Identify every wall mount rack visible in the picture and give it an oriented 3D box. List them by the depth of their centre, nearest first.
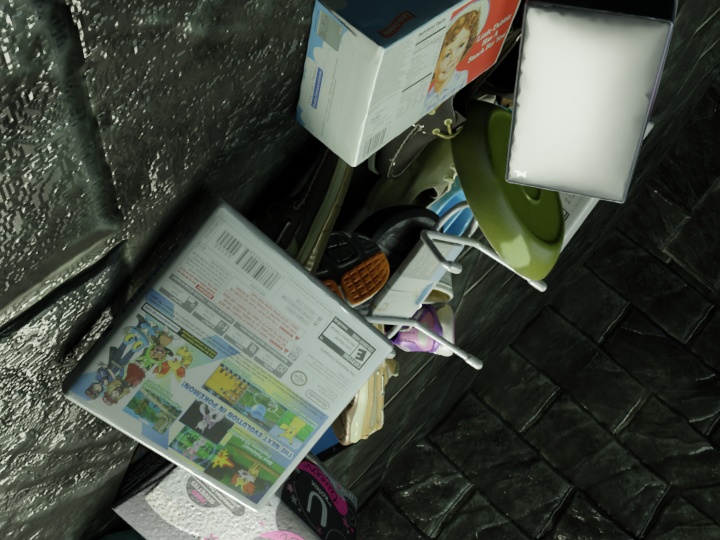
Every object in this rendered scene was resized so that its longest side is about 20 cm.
[{"bbox_3d":[0.091,0.030,0.874,0.172,0.075,0.201,8,127,-48],"label":"wall mount rack"}]

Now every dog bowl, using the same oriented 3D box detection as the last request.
[{"bbox_3d":[0.094,-0.070,1.076,0.112,0.049,0.200,-50,165,0],"label":"dog bowl"}]

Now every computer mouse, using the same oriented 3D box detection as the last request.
[{"bbox_3d":[0.000,0.000,0.888,0.200,0.053,0.138,-44,131,13],"label":"computer mouse"}]

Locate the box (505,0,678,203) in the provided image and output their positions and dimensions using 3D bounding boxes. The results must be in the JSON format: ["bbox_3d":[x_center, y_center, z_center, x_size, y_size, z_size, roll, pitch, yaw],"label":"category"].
[{"bbox_3d":[0.213,-0.207,0.774,0.202,0.121,0.201,84,22,-52],"label":"box"}]

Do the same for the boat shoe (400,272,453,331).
[{"bbox_3d":[0.047,0.028,1.027,0.074,0.088,0.200,-25,165,35],"label":"boat shoe"}]

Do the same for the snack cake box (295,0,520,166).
[{"bbox_3d":[0.045,-0.183,0.662,0.199,0.067,0.116,-39,159,-34],"label":"snack cake box"}]

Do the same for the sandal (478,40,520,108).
[{"bbox_3d":[0.157,-0.202,0.913,0.054,0.083,0.198,-23,172,37],"label":"sandal"}]

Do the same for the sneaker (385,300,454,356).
[{"bbox_3d":[0.059,0.061,1.162,0.200,0.087,0.082,-140,-134,-72],"label":"sneaker"}]

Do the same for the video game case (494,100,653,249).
[{"bbox_3d":[0.220,-0.145,1.012,0.022,0.183,0.202,-4,135,-46],"label":"video game case"}]

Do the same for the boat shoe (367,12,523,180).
[{"bbox_3d":[0.078,-0.163,0.804,0.203,0.060,0.071,-57,163,21],"label":"boat shoe"}]

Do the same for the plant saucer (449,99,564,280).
[{"bbox_3d":[0.161,-0.090,0.884,0.031,0.203,0.199,-24,180,33],"label":"plant saucer"}]

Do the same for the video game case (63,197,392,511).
[{"bbox_3d":[-0.096,0.074,0.673,0.199,0.022,0.183,40,91,-30],"label":"video game case"}]

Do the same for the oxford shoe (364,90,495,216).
[{"bbox_3d":[0.087,-0.120,0.936,0.200,0.057,0.075,-47,162,-15],"label":"oxford shoe"}]

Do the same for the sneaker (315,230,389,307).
[{"bbox_3d":[-0.066,0.027,0.814,0.197,0.077,0.092,-23,171,-20],"label":"sneaker"}]

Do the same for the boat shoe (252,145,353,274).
[{"bbox_3d":[-0.062,-0.027,0.721,0.072,0.065,0.204,-49,161,-86],"label":"boat shoe"}]

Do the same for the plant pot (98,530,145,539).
[{"bbox_3d":[-0.265,0.408,0.955,0.199,0.198,0.191,-17,129,-61],"label":"plant pot"}]

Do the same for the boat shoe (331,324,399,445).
[{"bbox_3d":[0.010,0.113,1.013,0.075,0.072,0.203,-9,128,-24],"label":"boat shoe"}]

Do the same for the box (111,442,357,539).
[{"bbox_3d":[-0.110,0.220,0.811,0.131,0.200,0.115,-37,-161,15],"label":"box"}]

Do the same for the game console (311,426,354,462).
[{"bbox_3d":[-0.026,0.133,1.086,0.177,0.116,0.199,-54,164,16],"label":"game console"}]
